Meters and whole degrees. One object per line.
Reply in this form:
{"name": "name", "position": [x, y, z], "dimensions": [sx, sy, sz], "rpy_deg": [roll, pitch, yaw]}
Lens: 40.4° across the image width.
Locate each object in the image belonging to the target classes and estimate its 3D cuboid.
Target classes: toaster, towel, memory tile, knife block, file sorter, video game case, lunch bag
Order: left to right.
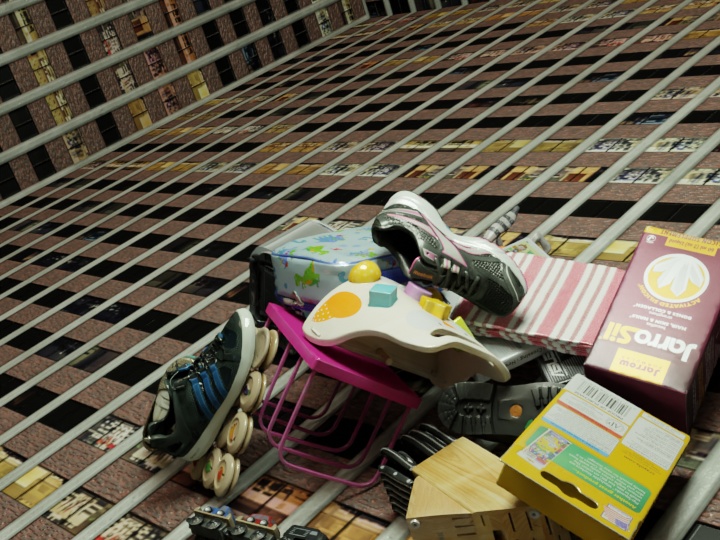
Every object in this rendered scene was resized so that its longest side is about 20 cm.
{"name": "memory tile", "position": [-0.154, 0.163, 1.171], "dimensions": [0.017, 0.201, 0.153], "rpy_deg": [20, -8, -24]}
{"name": "toaster", "position": [-0.086, 0.014, 1.431], "dimensions": [0.113, 0.201, 0.129], "rpy_deg": [28, 44, 28]}
{"name": "file sorter", "position": [-0.048, 0.145, 1.142], "dimensions": [0.126, 0.138, 0.200], "rpy_deg": [-64, 25, 6]}
{"name": "lunch bag", "position": [0.000, 0.000, 1.222], "dimensions": [0.199, 0.083, 0.160], "rpy_deg": [-15, 17, -42]}
{"name": "knife block", "position": [0.112, 0.214, 0.993], "dimensions": [0.199, 0.064, 0.176], "rpy_deg": [-11, 25, 19]}
{"name": "video game case", "position": [0.180, 0.044, 1.218], "dimensions": [0.181, 0.022, 0.200], "rpy_deg": [-24, 34, -10]}
{"name": "towel", "position": [0.219, 0.038, 1.168], "dimensions": [0.199, 0.030, 0.147], "rpy_deg": [10, 43, 30]}

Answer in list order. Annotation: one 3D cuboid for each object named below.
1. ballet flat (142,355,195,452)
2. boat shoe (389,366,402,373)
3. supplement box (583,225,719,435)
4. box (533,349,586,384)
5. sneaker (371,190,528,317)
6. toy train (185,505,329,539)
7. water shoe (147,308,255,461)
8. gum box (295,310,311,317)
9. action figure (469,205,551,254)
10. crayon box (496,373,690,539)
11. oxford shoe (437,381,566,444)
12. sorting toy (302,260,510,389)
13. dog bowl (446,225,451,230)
{"name": "ballet flat", "position": [-0.240, 0.183, 1.242], "dimensions": [0.075, 0.068, 0.200], "rpy_deg": [-57, 1, -38]}
{"name": "boat shoe", "position": [0.093, 0.081, 1.291], "dimensions": [0.199, 0.075, 0.062], "rpy_deg": [-23, 21, -5]}
{"name": "supplement box", "position": [0.325, 0.061, 1.043], "dimensions": [0.110, 0.086, 0.201], "rpy_deg": [15, 56, 29]}
{"name": "box", "position": [0.285, 0.083, 1.178], "dimensions": [0.159, 0.045, 0.200], "rpy_deg": [-17, 23, 4]}
{"name": "sneaker", "position": [0.092, -0.005, 1.127], "dimensions": [0.199, 0.081, 0.086], "rpy_deg": [33, 38, 15]}
{"name": "toy train", "position": [-0.112, 0.281, 1.053], "dimensions": [0.199, 0.034, 0.046], "rpy_deg": [1, 26, 38]}
{"name": "water shoe", "position": [-0.187, 0.132, 1.146], "dimensions": [0.078, 0.201, 0.072], "rpy_deg": [19, 12, -25]}
{"name": "gum box", "position": [0.005, 0.046, 1.386], "dimensions": [0.066, 0.114, 0.200], "rpy_deg": [3, 31, 40]}
{"name": "action figure", "position": [0.152, -0.030, 1.456], "dimensions": [0.192, 0.105, 0.200], "rpy_deg": [-17, 26, -32]}
{"name": "crayon box", "position": [0.210, 0.179, 0.892], "dimensions": [0.125, 0.052, 0.200], "rpy_deg": [30, 29, 21]}
{"name": "oxford shoe", "position": [0.188, 0.157, 1.049], "dimensions": [0.198, 0.073, 0.084], "rpy_deg": [10, -12, 18]}
{"name": "sorting toy", "position": [0.071, 0.074, 1.071], "dimensions": [0.180, 0.199, 0.108], "rpy_deg": [25, 92, 57]}
{"name": "dog bowl", "position": [0.050, -0.036, 1.557], "dimensions": [0.199, 0.050, 0.111], "rpy_deg": [-28, -4, -19]}
